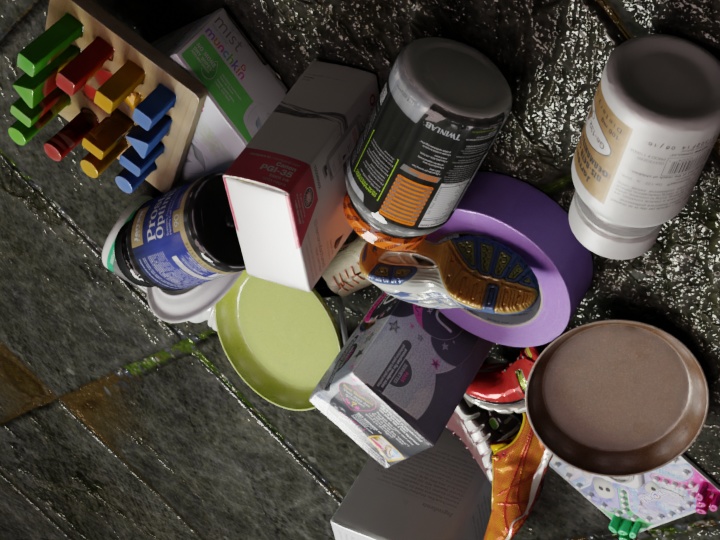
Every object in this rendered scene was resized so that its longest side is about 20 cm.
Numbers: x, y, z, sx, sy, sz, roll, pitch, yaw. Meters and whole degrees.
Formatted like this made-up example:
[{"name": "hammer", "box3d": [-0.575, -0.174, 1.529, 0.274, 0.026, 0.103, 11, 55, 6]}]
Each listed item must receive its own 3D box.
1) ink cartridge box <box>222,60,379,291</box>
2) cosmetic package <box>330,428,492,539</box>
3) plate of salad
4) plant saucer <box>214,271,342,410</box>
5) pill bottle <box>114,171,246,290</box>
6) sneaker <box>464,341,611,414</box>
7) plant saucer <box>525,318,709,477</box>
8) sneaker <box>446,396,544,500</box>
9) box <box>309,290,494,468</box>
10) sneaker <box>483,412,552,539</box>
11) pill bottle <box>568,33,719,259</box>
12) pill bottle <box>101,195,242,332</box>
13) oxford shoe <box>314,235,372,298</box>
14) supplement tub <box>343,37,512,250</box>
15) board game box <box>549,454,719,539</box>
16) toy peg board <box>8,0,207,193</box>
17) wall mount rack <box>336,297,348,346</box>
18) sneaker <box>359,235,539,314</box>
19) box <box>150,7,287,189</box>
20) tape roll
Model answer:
[{"name": "ink cartridge box", "box3d": [-0.051, -0.103, 1.422, 0.082, 0.200, 0.147, 15, 141, 24]}, {"name": "cosmetic package", "box3d": [0.086, 0.333, 1.811, 0.164, 0.200, 0.166, 17, 141, 26]}, {"name": "plate of salad", "box3d": [-0.186, -0.023, 1.650, 0.199, 0.201, 0.048, -5, 150, 45]}, {"name": "plant saucer", "box3d": [-0.096, 0.076, 1.662, 0.199, 0.031, 0.202, 18, 122, 31]}, {"name": "pill bottle", "box3d": [-0.197, -0.038, 1.535, 0.199, 0.112, 0.112, -16, 121, 50]}, {"name": "sneaker", "box3d": [0.204, 0.112, 1.573, 0.199, 0.077, 0.085, -7, 122, 33]}, {"name": "plant saucer", "box3d": [0.282, 0.136, 1.491, 0.198, 0.035, 0.202, 4, 117, 8]}, {"name": "sneaker", "box3d": [0.154, 0.207, 1.712, 0.201, 0.075, 0.115, 62, 158, -8]}, {"name": "box", "box3d": [0.056, 0.103, 1.567, 0.132, 0.200, 0.115, 42, 144, -9]}, {"name": "sneaker", "box3d": [0.185, 0.248, 1.631, 0.077, 0.201, 0.073, 21, -176, 11]}, {"name": "pill bottle", "box3d": [0.254, -0.105, 1.226, 0.114, 0.115, 0.201, 27, 145, 13]}, {"name": "pill bottle", "box3d": [-0.229, -0.003, 1.773, 0.199, 0.113, 0.113, 31, 145, 7]}, {"name": "oxford shoe", "box3d": [0.000, 0.000, 1.608, 0.071, 0.074, 0.199, 48, 144, -17]}, {"name": "supplement tub", "box3d": [0.059, -0.120, 1.342, 0.122, 0.123, 0.201, 33, 133, 5]}, {"name": "board game box", "box3d": [0.316, 0.248, 1.663, 0.200, 0.026, 0.200, 41, 145, -6]}, {"name": "toy peg board", "box3d": [-0.291, -0.172, 1.479, 0.199, 0.098, 0.200, 37, 147, 4]}, {"name": "wall mount rack", "box3d": [-0.033, 0.102, 1.765, 0.199, 0.075, 0.174, -12, 127, 48]}, {"name": "sneaker", "box3d": [0.100, 0.007, 1.435, 0.199, 0.076, 0.088, 15, 164, 24]}, {"name": "box", "box3d": [-0.168, -0.174, 1.536, 0.176, 0.097, 0.200, -9, 124, 49]}, {"name": "tape roll", "box3d": [0.150, -0.010, 1.474, 0.199, 0.066, 0.201, 23, 143, 18]}]
